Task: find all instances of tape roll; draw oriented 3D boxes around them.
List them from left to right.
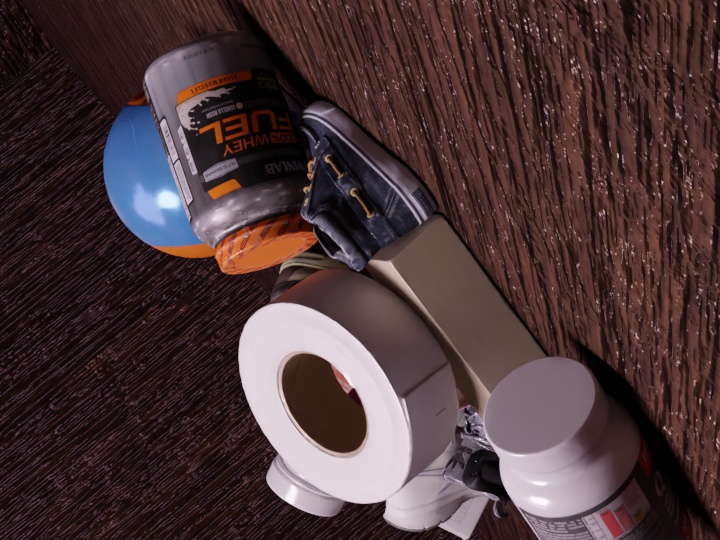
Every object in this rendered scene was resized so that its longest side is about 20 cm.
[{"bbox_3d":[-0.012,0.102,1.384,0.202,0.071,0.203,25,130,32],"label":"tape roll"}]

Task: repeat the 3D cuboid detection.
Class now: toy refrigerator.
[{"bbox_3d":[0.094,0.045,1.363,0.200,0.070,0.076,52,166,-15],"label":"toy refrigerator"}]

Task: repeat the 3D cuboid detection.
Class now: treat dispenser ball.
[{"bbox_3d":[-0.181,-0.115,1.723,0.201,0.201,0.201,49,173,8],"label":"treat dispenser ball"}]

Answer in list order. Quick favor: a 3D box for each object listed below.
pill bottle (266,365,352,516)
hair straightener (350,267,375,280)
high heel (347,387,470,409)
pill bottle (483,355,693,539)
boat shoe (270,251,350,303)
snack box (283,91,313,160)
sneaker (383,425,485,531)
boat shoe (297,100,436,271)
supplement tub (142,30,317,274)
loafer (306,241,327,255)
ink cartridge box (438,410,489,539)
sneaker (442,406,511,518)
[{"bbox_3d":[-0.016,0.142,1.587,0.112,0.200,0.112,25,-166,-7],"label":"pill bottle"},{"bbox_3d":[0.010,-0.012,1.436,0.077,0.041,0.200,82,167,-65],"label":"hair straightener"},{"bbox_3d":[0.057,0.127,1.470,0.067,0.200,0.096,61,175,-31],"label":"high heel"},{"bbox_3d":[0.179,0.167,1.242,0.116,0.116,0.200,42,169,51],"label":"pill bottle"},{"bbox_3d":[0.010,0.036,1.494,0.200,0.066,0.072,13,144,17],"label":"boat shoe"},{"bbox_3d":[-0.111,-0.161,1.563,0.200,0.072,0.024,45,173,36],"label":"snack box"},{"bbox_3d":[0.107,0.193,1.620,0.074,0.200,0.087,17,124,51],"label":"sneaker"},{"bbox_3d":[-0.023,-0.076,1.360,0.200,0.091,0.071,43,170,51],"label":"boat shoe"},{"bbox_3d":[-0.114,-0.106,1.440,0.123,0.122,0.201,83,167,-78],"label":"supplement tub"},{"bbox_3d":[0.000,0.000,1.579,0.200,0.071,0.073,37,-176,-17],"label":"loafer"},{"bbox_3d":[0.056,0.180,1.718,0.200,0.145,0.084,28,178,-10],"label":"ink cartridge box"},{"bbox_3d":[0.116,0.151,1.553,0.200,0.114,0.075,51,166,-12],"label":"sneaker"}]
